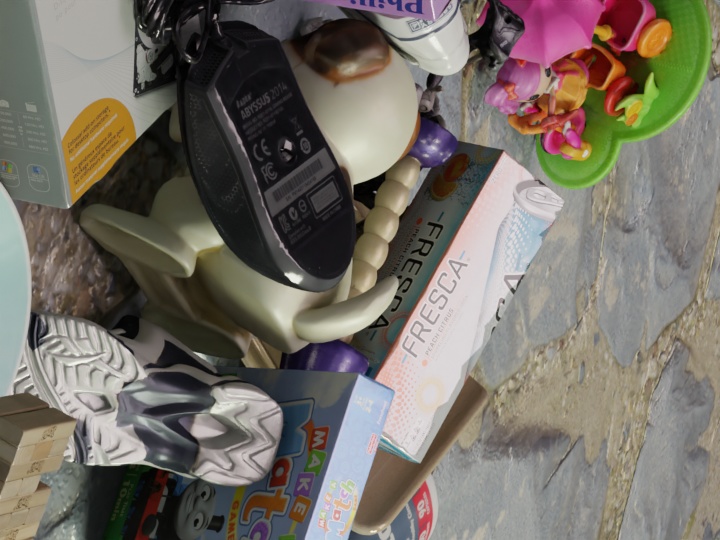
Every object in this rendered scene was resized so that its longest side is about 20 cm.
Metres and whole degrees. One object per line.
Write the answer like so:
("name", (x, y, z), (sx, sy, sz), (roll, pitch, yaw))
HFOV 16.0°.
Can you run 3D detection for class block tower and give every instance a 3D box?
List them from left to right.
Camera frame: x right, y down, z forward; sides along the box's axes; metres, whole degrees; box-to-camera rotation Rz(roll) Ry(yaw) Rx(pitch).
("block tower", (-0.214, 0.160, 1.355), (0.058, 0.054, 0.201), (-6, 121, -64))

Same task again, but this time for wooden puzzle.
("wooden puzzle", (-0.013, 0.053, 1.713), (0.200, 0.037, 0.185), (55, 40, -10))

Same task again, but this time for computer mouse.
("computer mouse", (-0.064, -0.080, 1.422), (0.138, 0.053, 0.201), (-33, 105, -53))

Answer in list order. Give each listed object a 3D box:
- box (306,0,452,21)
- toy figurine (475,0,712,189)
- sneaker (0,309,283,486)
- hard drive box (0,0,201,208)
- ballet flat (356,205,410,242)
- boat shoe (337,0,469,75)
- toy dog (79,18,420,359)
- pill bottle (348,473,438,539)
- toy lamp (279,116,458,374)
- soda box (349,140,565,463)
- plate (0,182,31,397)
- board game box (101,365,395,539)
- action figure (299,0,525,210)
("box", (-0.028, -0.261, 1.480), (0.097, 0.175, 0.201), (-57, 148, -39))
("toy figurine", (0.153, -0.166, 2.011), (0.184, 0.150, 0.201), (9, 117, -52))
("sneaker", (-0.153, 0.065, 1.483), (0.198, 0.129, 0.080), (12, 92, -27))
("hard drive box", (-0.162, -0.161, 1.358), (0.156, 0.076, 0.201), (-52, 144, -45))
("ballet flat", (-0.006, -0.003, 1.665), (0.199, 0.046, 0.068), (-6, 126, -45))
("boat shoe", (0.007, -0.182, 1.598), (0.073, 0.200, 0.065), (-30, 130, -2))
("toy dog", (-0.044, -0.061, 1.529), (0.201, 0.193, 0.140), (-60, 138, -22))
("pill bottle", (-0.041, 0.191, 1.714), (0.200, 0.119, 0.120), (-44, 138, -51))
("toy lamp", (0.000, 0.000, 1.601), (0.201, 0.058, 0.058), (-67, 153, -16))
("soda box", (0.047, 0.019, 1.645), (0.068, 0.063, 0.201), (37, 78, -35))
("plate", (-0.242, 0.034, 1.314), (0.200, 0.025, 0.201), (-35, 133, -48))
("board game box", (-0.075, 0.133, 1.532), (0.037, 0.199, 0.152), (29, 72, -36))
("action figure", (0.015, -0.116, 1.689), (0.119, 0.200, 0.102), (37, 20, -24))
